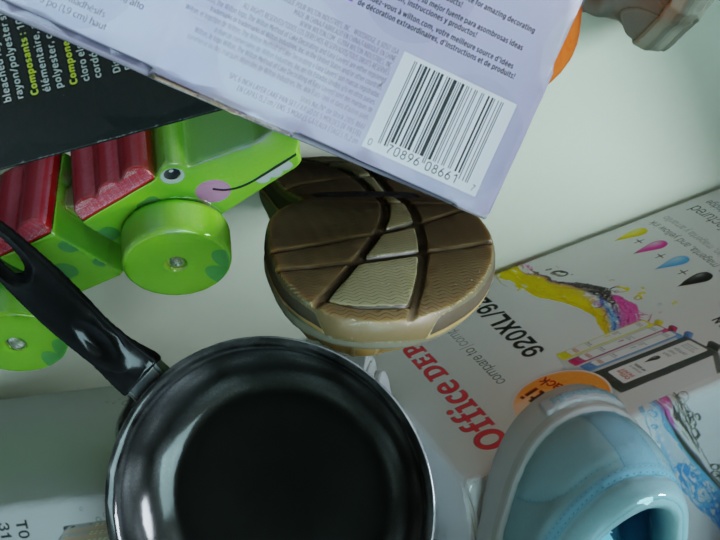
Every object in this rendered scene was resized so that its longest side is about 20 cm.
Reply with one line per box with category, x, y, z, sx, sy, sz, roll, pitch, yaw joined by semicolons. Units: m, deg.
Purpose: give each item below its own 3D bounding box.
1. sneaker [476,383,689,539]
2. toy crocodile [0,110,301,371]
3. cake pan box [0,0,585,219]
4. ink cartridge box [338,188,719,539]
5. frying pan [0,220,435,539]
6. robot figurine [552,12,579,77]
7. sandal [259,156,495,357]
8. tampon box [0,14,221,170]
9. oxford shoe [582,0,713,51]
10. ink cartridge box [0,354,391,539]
sneaker;0.074;0.146;0.807;0.074;0.082;0.201;-6;115;-18
toy crocodile;-0.102;-0.019;0.813;0.200;0.068;0.062;-26;140;30
cake pan box;-0.007;-0.133;0.670;0.200;0.052;0.185;21;96;-23
ink cartridge box;0.114;0.079;0.927;0.199;0.147;0.145;-20;117;-13
frying pan;-0.064;0.066;0.781;0.190;0.031;0.115;22;97;10
robot figurine;0.023;-0.136;0.800;0.144;0.117;0.200;-25;135;-30
sandal;0.000;0.000;0.818;0.080;0.200;0.054;0;104;-8
tampon box;-0.134;-0.114;0.745;0.199;0.150;0.127;-16;116;-16
oxford shoe;0.112;-0.128;0.827;0.058;0.200;0.075;30;81;0
ink cartridge box;-0.079;0.122;0.867;0.199;0.084;0.146;-8;117;9
